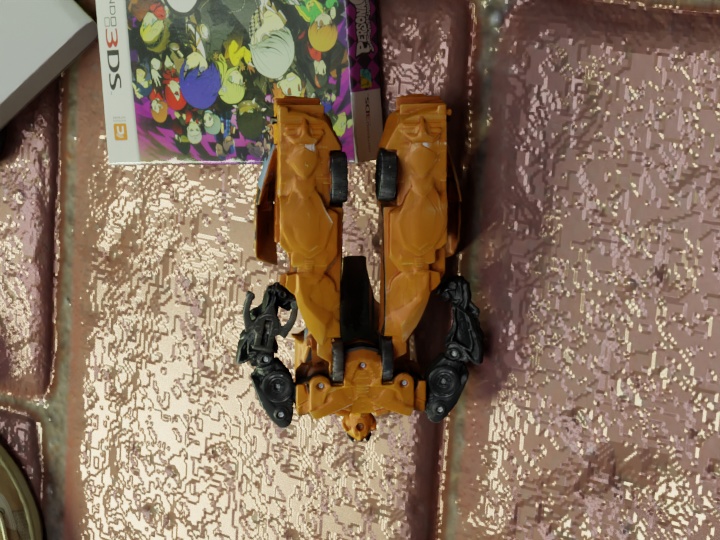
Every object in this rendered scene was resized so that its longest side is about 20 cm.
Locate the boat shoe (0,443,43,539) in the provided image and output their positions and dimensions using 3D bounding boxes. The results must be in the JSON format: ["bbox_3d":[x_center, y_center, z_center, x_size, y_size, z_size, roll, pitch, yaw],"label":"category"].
[{"bbox_3d":[-0.266,0.207,1.306,0.073,0.063,0.201,-17,88,35],"label":"boat shoe"}]

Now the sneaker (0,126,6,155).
[{"bbox_3d":[-0.329,-0.132,1.284,0.200,0.083,0.072,36,115,25],"label":"sneaker"}]

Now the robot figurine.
[{"bbox_3d":[0.000,0.000,1.068,0.144,0.058,0.201,-1,106,-6],"label":"robot figurine"}]

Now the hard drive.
[{"bbox_3d":[-0.284,-0.180,1.242,0.132,0.027,0.200,-44,69,-3],"label":"hard drive"}]

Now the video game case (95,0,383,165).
[{"bbox_3d":[-0.079,-0.155,1.135,0.199,0.036,0.182,3,100,34],"label":"video game case"}]
